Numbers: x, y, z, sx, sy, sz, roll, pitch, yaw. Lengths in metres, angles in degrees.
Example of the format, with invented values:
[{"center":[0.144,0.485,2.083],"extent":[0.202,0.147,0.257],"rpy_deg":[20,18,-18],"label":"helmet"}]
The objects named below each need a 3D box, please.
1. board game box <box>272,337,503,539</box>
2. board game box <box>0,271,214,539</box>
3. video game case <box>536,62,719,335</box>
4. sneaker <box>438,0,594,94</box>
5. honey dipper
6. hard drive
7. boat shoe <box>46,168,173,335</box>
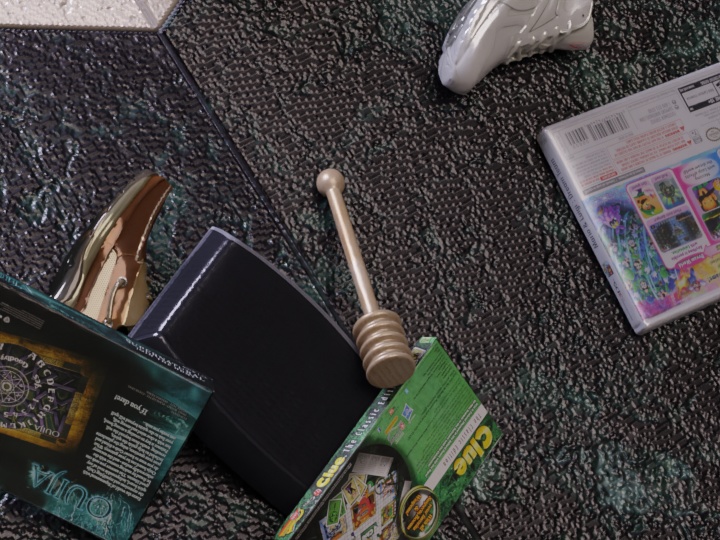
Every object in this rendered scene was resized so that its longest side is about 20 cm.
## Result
[{"center":[0.023,0.156,1.697],"extent":[0.200,0.023,0.105],"rpy_deg":[-52,119,-29],"label":"board game box"},{"center":[-0.219,0.091,1.606],"extent":[0.199,0.028,0.136],"rpy_deg":[28,102,-13],"label":"board game box"},{"center":[0.264,-0.062,1.897],"extent":[0.199,0.024,0.183],"rpy_deg":[-21,78,-26],"label":"video game case"},{"center":[0.141,-0.204,1.881],"extent":[0.099,0.078,0.200],"rpy_deg":[41,63,-4],"label":"sneaker"},{"center":[0.000,0.000,1.740],"extent":[0.038,0.038,0.201],"rpy_deg":[0,47,-19],"label":"honey dipper"},{"center":[-0.064,0.076,1.686],"extent":[0.200,0.042,0.135],"rpy_deg":[46,60,-16],"label":"hard drive"},{"center":[-0.187,0.023,1.678],"extent":[0.074,0.076,0.201],"rpy_deg":[34,70,-10],"label":"boat shoe"}]
